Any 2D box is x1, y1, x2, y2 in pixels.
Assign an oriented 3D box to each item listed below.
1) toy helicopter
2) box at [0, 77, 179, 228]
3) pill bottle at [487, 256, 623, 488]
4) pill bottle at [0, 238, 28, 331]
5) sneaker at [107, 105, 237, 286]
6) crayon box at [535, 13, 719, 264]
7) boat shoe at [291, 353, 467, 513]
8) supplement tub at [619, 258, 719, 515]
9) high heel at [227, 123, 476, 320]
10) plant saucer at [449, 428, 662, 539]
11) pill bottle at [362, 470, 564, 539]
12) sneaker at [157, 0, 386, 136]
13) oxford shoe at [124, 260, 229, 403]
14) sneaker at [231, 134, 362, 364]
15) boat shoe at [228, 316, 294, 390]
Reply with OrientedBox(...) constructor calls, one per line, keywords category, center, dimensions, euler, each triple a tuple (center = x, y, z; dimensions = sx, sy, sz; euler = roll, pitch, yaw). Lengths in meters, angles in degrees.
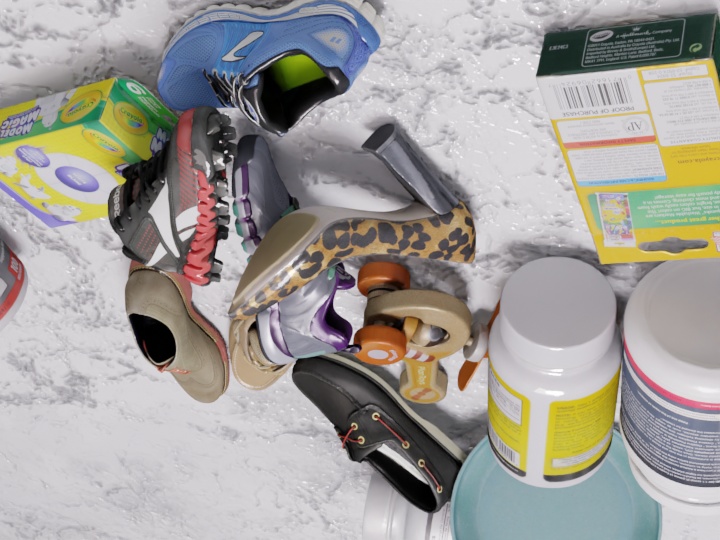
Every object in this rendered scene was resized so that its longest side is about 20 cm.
OrientedBox(category="toy helicopter", center=(0.065, 0.070, 1.395), dimensions=(0.131, 0.079, 0.200), euler=(1, 152, 5))
OrientedBox(category="box", center=(-0.219, -0.095, 1.274), dimensions=(0.199, 0.049, 0.117), euler=(-11, 142, 36))
OrientedBox(category="pill bottle", center=(0.165, 0.088, 1.328), dimensions=(0.113, 0.115, 0.201), euler=(8, 142, 10))
OrientedBox(category="pill bottle", center=(-0.398, -0.027, 1.389), dimensions=(0.115, 0.116, 0.200), euler=(-9, 136, 29))
OrientedBox(category="sneaker", center=(-0.146, -0.057, 1.188), dimensions=(0.097, 0.071, 0.201), euler=(10, 149, -4))
OrientedBox(category="crayon box", center=(0.215, -0.091, 1.138), dimensions=(0.125, 0.052, 0.201), euler=(-3, 138, 23))
OrientedBox(category="boat shoe", center=(0.012, 0.151, 1.484), dimensions=(0.201, 0.063, 0.074), euler=(40, 147, -5))
OrientedBox(category="supplement tub", center=(0.283, 0.096, 1.272), dimensions=(0.139, 0.141, 0.201), euler=(6, 141, 12))
OrientedBox(category="high heel", center=(0.000, 0.000, 1.238), dimensions=(0.143, 0.200, 0.071), euler=(47, 176, -29))
OrientedBox(category="plant saucer", center=(0.184, 0.233, 1.471), dimensions=(0.198, 0.202, 0.036), euler=(10, 177, 8))
OrientedBox(category="pill bottle", center=(0.106, 0.252, 1.556), dimensions=(0.198, 0.111, 0.111), euler=(9, 142, 10))
OrientedBox(category="sneaker", center=(-0.079, -0.147, 1.142), dimensions=(0.199, 0.090, 0.079), euler=(-9, 136, 38))
OrientedBox(category="oxford shoe", center=(-0.180, 0.073, 1.466), dimensions=(0.070, 0.075, 0.201), euler=(-2, 139, 21))
OrientedBox(category="sneaker", center=(-0.050, -0.020, 1.283), dimensions=(0.087, 0.075, 0.202), euler=(-4, 115, 12))
OrientedBox(category="boat shoe", center=(-0.087, 0.060, 1.425), dimensions=(0.071, 0.065, 0.201), euler=(18, 142, -3))
